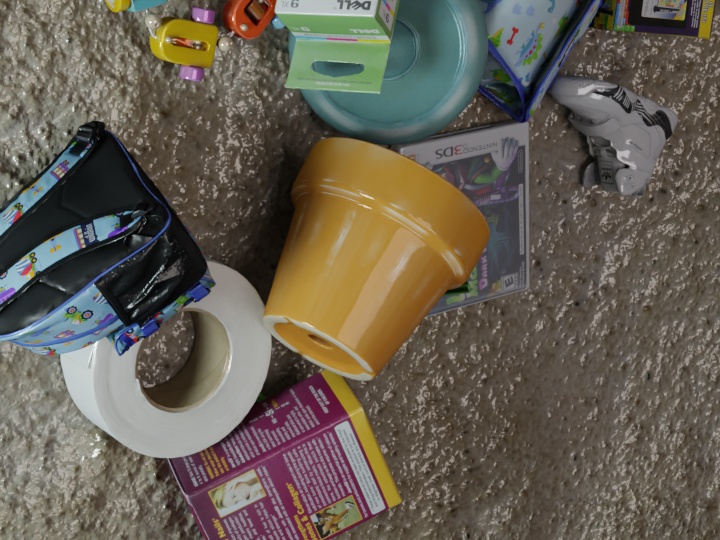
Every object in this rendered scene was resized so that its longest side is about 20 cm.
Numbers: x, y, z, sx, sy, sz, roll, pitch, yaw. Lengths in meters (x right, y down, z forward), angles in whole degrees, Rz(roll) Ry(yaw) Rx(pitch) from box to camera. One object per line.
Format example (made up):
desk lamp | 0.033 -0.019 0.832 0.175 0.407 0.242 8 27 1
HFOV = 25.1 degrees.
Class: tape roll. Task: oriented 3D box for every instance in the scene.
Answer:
tape roll | -0.189 0.078 1.582 0.202 0.071 0.203 -12 111 -33

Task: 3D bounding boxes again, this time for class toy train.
toy train | -0.161 -0.266 1.511 0.200 0.056 0.150 40 77 -40

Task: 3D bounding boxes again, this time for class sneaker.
sneaker | 0.281 -0.151 1.849 0.200 0.075 0.115 15 92 -41

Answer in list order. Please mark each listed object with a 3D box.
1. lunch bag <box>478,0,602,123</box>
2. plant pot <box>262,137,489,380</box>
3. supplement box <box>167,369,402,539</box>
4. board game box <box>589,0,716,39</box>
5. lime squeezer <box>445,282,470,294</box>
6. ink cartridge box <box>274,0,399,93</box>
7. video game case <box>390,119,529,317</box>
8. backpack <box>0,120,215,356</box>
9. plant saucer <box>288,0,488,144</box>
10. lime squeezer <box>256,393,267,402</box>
lunch bag | 0.176 -0.271 1.715 0.170 0.127 0.200 -57 145 -8
plant pot | 0.000 0.000 1.593 0.200 0.200 0.183 42 68 -37
supplement box | -0.078 0.210 1.648 0.200 0.103 0.131 -25 119 -8
board game box | 0.341 -0.370 1.840 0.165 0.057 0.200 -2 104 -38
lime squeezer | 0.017 0.040 1.714 0.200 0.071 0.038 -15 120 2
ink cartridge box | -0.017 -0.274 1.537 0.059 0.104 0.200 41 58 -65
video game case | 0.114 -0.056 1.790 0.182 0.023 0.200 -14 112 -32
backpack | -0.255 -0.004 1.447 0.200 0.183 0.135 -38 138 -3
plant saucer | 0.027 -0.221 1.599 0.200 0.027 0.201 1 105 4
lime squeezer | -0.083 0.191 1.713 0.071 0.038 0.200 -25 119 -30
